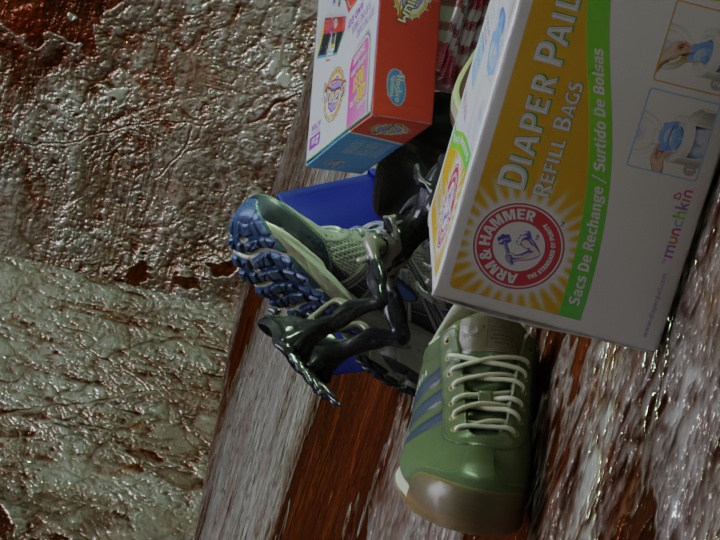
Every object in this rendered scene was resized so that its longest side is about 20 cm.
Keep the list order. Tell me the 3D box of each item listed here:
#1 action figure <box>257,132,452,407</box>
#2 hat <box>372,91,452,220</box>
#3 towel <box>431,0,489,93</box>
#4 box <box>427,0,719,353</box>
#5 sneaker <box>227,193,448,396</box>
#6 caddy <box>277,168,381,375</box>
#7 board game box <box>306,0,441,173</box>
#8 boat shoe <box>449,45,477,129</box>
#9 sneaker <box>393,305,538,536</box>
[{"bbox_3d":[0.045,-0.001,1.690,0.200,0.102,0.119,-41,-24,-2],"label":"action figure"},{"bbox_3d":[0.050,-0.075,1.930,0.201,0.081,0.201,-165,90,-85],"label":"hat"},{"bbox_3d":[0.070,-0.210,1.876,0.146,0.030,0.200,-155,84,-75],"label":"towel"},{"bbox_3d":[0.103,-0.082,1.276,0.113,0.101,0.200,-89,14,-70],"label":"box"},{"bbox_3d":[0.000,0.000,1.795,0.077,0.200,0.085,8,66,49],"label":"sneaker"},{"bbox_3d":[0.002,0.001,2.141,0.200,0.105,0.142,-124,26,-82],"label":"caddy"},{"bbox_3d":[0.011,-0.174,1.872,0.153,0.040,0.201,150,126,-71],"label":"board game box"},{"bbox_3d":[0.094,-0.116,1.631,0.202,0.075,0.075,-86,17,-64],"label":"boat shoe"},{"bbox_3d":[0.057,0.065,1.538,0.200,0.067,0.090,-85,5,-77],"label":"sneaker"}]
